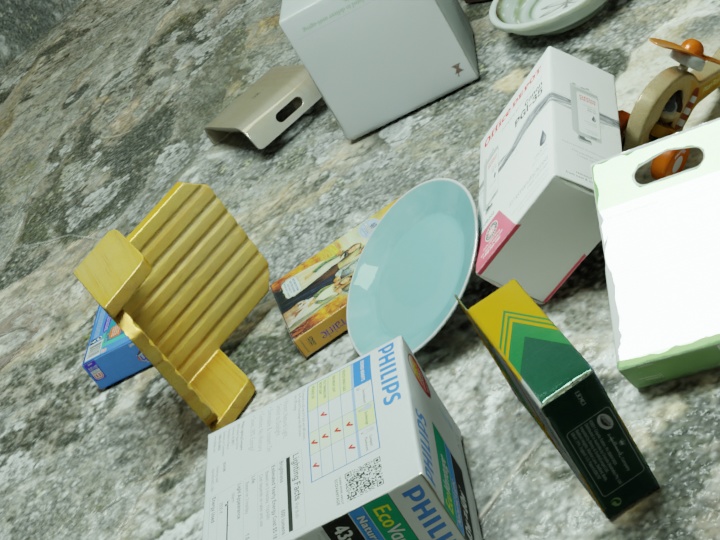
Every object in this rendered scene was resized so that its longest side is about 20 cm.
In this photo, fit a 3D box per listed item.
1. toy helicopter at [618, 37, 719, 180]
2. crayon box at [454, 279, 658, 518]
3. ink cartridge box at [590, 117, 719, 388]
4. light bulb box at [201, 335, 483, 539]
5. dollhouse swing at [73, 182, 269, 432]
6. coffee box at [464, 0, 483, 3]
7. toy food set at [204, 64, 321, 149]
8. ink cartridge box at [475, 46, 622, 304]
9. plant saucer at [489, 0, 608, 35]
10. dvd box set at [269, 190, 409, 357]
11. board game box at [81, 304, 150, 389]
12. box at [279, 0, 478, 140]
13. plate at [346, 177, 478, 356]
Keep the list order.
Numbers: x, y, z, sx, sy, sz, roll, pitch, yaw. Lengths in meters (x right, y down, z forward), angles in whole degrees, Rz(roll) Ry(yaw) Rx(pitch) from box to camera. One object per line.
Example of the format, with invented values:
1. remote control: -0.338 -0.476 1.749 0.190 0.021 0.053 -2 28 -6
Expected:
1. toy helicopter: 0.324 -0.185 1.356 0.079 0.133 0.200 31 46 29
2. crayon box: 0.153 0.091 1.095 0.051 0.126 0.200 -34 28 0
3. ink cartridge box: 0.274 -0.017 1.136 0.145 0.048 0.201 -19 56 28
4. light bulb box: -0.016 0.191 1.124 0.199 0.125 0.199 -27 28 11
5. dollhouse swing: -0.167 0.028 1.449 0.176 0.200 0.182 -41 29 -9
6. coffee box: 0.222 -0.475 1.944 0.113 0.080 0.200 3 45 48
7. toy food set: -0.136 -0.231 1.988 0.143 0.061 0.200 -44 21 -15
8. ink cartridge box: 0.179 -0.093 1.314 0.147 0.082 0.201 -55 19 40
9. plant saucer: 0.262 -0.352 1.745 0.199 0.050 0.201 -26 30 16
10. dvd box set: 0.000 0.000 1.502 0.199 0.029 0.147 -34 28 3
11. board game box: -0.236 0.046 1.668 0.199 0.045 0.153 -26 29 16
12. box: 0.025 -0.321 1.792 0.198 0.201 0.172 -24 32 16
13. plate: 0.057 0.003 1.368 0.200 0.025 0.201 -35 42 39
